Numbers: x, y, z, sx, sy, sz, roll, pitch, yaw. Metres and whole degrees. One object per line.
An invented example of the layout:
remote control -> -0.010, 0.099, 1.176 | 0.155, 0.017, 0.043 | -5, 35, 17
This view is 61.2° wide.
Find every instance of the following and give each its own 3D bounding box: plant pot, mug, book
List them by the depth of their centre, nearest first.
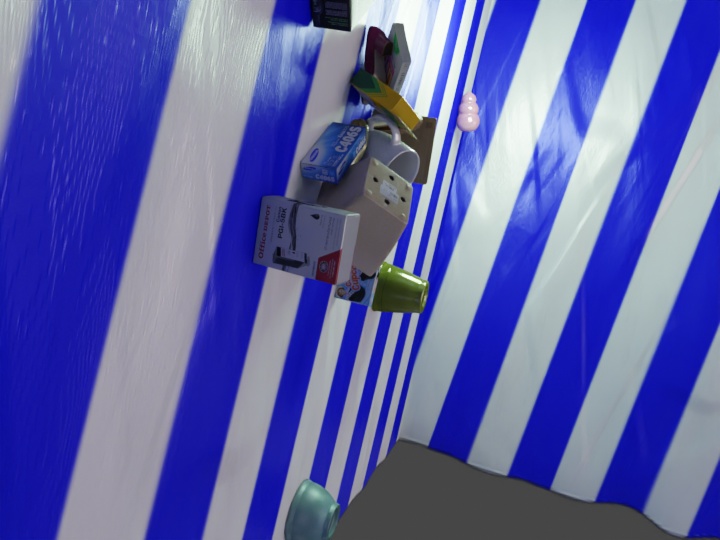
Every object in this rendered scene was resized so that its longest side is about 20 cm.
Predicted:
plant pot -> 0.017, -0.147, 1.465 | 0.177, 0.199, 0.201 | -38, -151, 41
mug -> 0.055, -0.325, 1.656 | 0.147, 0.175, 0.202 | -25, 142, -33
book -> 0.093, -0.553, 1.675 | 0.200, 0.047, 0.135 | 115, -31, -63
plant pot -> -0.145, 0.802, 1.988 | 0.200, 0.133, 0.203 | 13, 90, -75
plant pot -> 0.164, 0.085, 2.392 | 0.200, 0.191, 0.203 | 14, 90, -75

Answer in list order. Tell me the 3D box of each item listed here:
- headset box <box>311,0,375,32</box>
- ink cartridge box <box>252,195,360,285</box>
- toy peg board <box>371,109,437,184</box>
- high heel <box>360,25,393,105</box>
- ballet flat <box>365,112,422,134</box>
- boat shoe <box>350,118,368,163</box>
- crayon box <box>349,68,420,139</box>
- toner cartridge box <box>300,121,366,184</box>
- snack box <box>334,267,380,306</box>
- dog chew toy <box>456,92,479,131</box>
headset box -> -0.035, -0.631, 1.293 | 0.201, 0.092, 0.175 | 87, 22, -46
ink cartridge box -> -0.115, -0.066, 1.273 | 0.083, 0.198, 0.149 | -18, 120, -68
toy peg board -> 0.123, -0.388, 1.896 | 0.098, 0.196, 0.203 | -80, 178, -73
high heel -> 0.030, -0.563, 1.680 | 0.067, 0.096, 0.201 | -8, 139, -37
ballet flat -> 0.097, -0.432, 1.764 | 0.072, 0.198, 0.069 | 125, -47, -71
boat shoe -> -0.036, -0.313, 1.604 | 0.063, 0.073, 0.203 | 25, 83, -43
crayon box -> 0.075, -0.437, 1.597 | 0.052, 0.200, 0.125 | -49, 150, 7
toner cartridge box -> -0.062, -0.288, 1.475 | 0.201, 0.094, 0.044 | -63, 158, -44
snack box -> 0.000, 0.000, 1.885 | 0.037, 0.115, 0.203 | 22, 81, -74
dog chew toy -> 0.575, -0.845, 3.246 | 0.124, 0.123, 0.203 | -38, 131, -66
